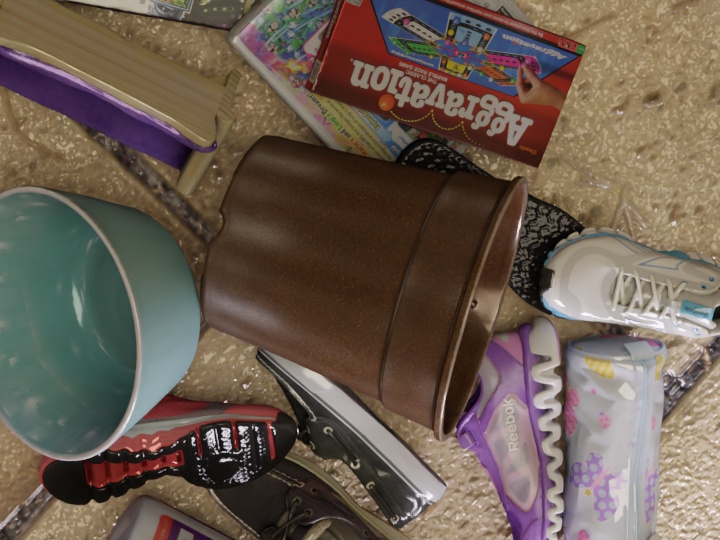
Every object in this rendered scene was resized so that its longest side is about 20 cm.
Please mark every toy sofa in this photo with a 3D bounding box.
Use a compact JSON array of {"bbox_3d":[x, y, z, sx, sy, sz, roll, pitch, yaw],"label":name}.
[{"bbox_3d":[-0.194,-0.132,1.305,0.199,0.098,0.083,26,129,-12],"label":"toy sofa"}]

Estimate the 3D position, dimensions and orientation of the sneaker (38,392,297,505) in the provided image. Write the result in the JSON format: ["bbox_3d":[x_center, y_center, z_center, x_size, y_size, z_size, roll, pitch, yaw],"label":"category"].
[{"bbox_3d":[-0.149,0.117,1.373,0.199,0.087,0.074,-5,134,-12],"label":"sneaker"}]

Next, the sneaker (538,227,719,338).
[{"bbox_3d":[0.232,0.015,1.386,0.199,0.087,0.075,4,104,-28],"label":"sneaker"}]

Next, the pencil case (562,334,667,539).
[{"bbox_3d":[0.202,0.150,1.431,0.083,0.091,0.201,-2,99,-9],"label":"pencil case"}]

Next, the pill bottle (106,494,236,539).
[{"bbox_3d":[-0.108,0.267,1.389,0.199,0.111,0.112,30,94,-12],"label":"pill bottle"}]

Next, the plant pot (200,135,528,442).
[{"bbox_3d":[0.000,0.000,1.314,0.197,0.200,0.201,17,97,11],"label":"plant pot"}]

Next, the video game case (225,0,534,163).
[{"bbox_3d":[0.027,-0.171,1.365,0.182,0.024,0.200,-45,115,0],"label":"video game case"}]

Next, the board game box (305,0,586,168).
[{"bbox_3d":[0.066,-0.155,1.360,0.199,0.019,0.103,16,103,-22],"label":"board game box"}]

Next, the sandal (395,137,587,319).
[{"bbox_3d":[0.110,-0.037,1.409,0.200,0.045,0.075,36,94,-11],"label":"sandal"}]

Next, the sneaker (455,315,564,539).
[{"bbox_3d":[0.116,0.138,1.426,0.088,0.080,0.201,-3,95,-2],"label":"sneaker"}]

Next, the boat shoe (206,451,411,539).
[{"bbox_3d":[-0.036,0.203,1.393,0.200,0.065,0.072,34,103,5],"label":"boat shoe"}]

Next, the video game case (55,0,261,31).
[{"bbox_3d":[-0.125,-0.285,1.335,0.180,0.036,0.201,8,98,-11],"label":"video game case"}]

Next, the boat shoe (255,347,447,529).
[{"bbox_3d":[-0.016,0.126,1.404,0.057,0.069,0.200,-46,105,1],"label":"boat shoe"}]

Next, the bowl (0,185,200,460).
[{"bbox_3d":[-0.193,0.030,1.313,0.105,0.200,0.202,-15,105,-47],"label":"bowl"}]
